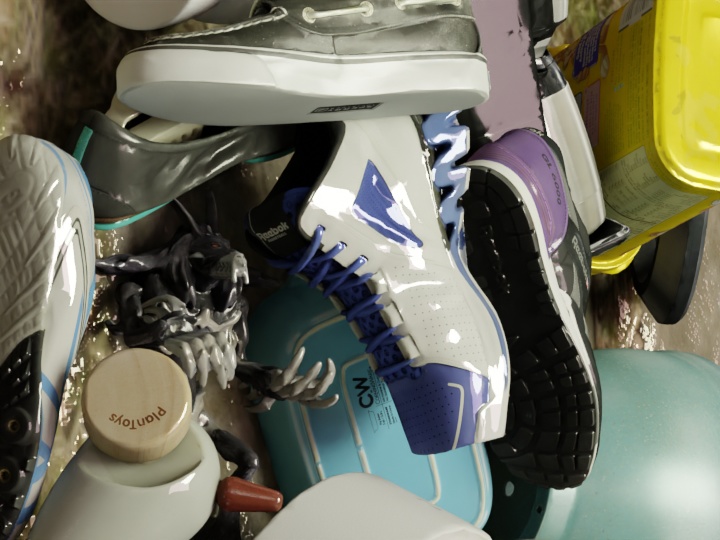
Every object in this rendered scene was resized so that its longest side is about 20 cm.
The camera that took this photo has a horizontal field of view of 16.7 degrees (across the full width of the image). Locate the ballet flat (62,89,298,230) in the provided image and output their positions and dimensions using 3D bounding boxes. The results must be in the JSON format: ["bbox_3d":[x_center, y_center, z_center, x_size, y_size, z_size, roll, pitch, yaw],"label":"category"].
[{"bbox_3d":[-0.079,-0.079,1.245,0.200,0.068,0.068,-34,139,-54],"label":"ballet flat"}]

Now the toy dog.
[{"bbox_3d":[-0.105,0.139,1.087,0.132,0.096,0.200,47,66,-76],"label":"toy dog"}]

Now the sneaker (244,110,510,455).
[{"bbox_3d":[0.000,-0.001,1.255,0.115,0.081,0.199,-6,83,-32],"label":"sneaker"}]

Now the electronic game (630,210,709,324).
[{"bbox_3d":[0.212,-0.063,1.647,0.200,0.042,0.200,-176,-90,-88],"label":"electronic game"}]

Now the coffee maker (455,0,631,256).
[{"bbox_3d":[0.052,-0.089,1.395,0.192,0.135,0.200,-33,115,-52],"label":"coffee maker"}]

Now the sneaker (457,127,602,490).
[{"bbox_3d":[0.105,0.020,1.340,0.088,0.076,0.200,-40,124,-50],"label":"sneaker"}]

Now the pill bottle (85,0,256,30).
[{"bbox_3d":[-0.059,-0.187,1.254,0.200,0.114,0.114,-30,111,-52],"label":"pill bottle"}]

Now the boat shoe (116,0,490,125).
[{"bbox_3d":[-0.030,-0.108,1.195,0.200,0.071,0.064,-3,80,-32],"label":"boat shoe"}]

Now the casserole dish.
[{"bbox_3d":[0.011,0.085,1.343,0.121,0.039,0.200,-20,108,-16],"label":"casserole dish"}]

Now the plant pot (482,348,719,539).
[{"bbox_3d":[0.126,0.135,1.457,0.134,0.200,0.200,13,74,-34],"label":"plant pot"}]

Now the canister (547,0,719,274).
[{"bbox_3d":[0.171,-0.090,1.509,0.087,0.200,0.149,9,74,-18],"label":"canister"}]

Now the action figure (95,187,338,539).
[{"bbox_3d":[-0.071,0.054,1.224,0.119,0.102,0.200,6,83,-45],"label":"action figure"}]

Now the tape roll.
[{"bbox_3d":[-0.013,0.205,1.252,0.202,0.071,0.202,-40,144,-38],"label":"tape roll"}]

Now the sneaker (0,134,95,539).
[{"bbox_3d":[-0.156,0.039,1.125,0.072,0.072,0.200,31,64,-62],"label":"sneaker"}]
